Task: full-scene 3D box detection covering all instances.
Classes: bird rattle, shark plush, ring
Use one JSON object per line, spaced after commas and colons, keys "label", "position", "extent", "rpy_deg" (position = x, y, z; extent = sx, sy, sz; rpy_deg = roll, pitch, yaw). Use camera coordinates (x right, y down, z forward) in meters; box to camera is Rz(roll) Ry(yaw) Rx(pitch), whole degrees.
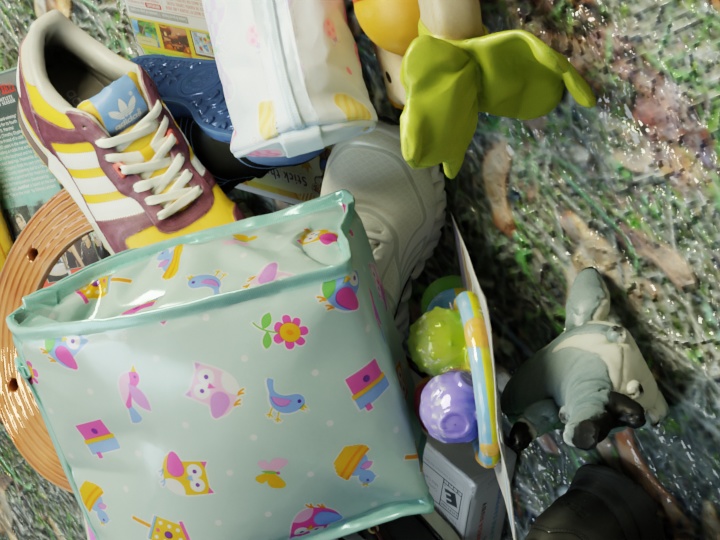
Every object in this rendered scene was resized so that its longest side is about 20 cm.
{"label": "bird rattle", "position": [0.026, -0.149, 1.097], "extent": [0.201, 0.112, 0.163], "rpy_deg": [67, 163, -6]}
{"label": "shark plush", "position": [0.114, 0.075, 1.100], "extent": [0.091, 0.083, 0.200], "rpy_deg": [61, -174, -17]}
{"label": "ring", "position": [-0.150, 0.038, 1.310], "extent": [0.200, 0.019, 0.201], "rpy_deg": [-5, 81, 35]}

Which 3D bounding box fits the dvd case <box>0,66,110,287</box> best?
{"label": "dvd case", "position": [-0.187, -0.041, 1.418], "extent": [0.146, 0.022, 0.201], "rpy_deg": [-9, 104, 48]}

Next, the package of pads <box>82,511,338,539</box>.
{"label": "package of pads", "position": [-0.097, 0.123, 1.315], "extent": [0.154, 0.068, 0.201], "rpy_deg": [-21, 73, 29]}

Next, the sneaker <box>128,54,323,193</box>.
{"label": "sneaker", "position": [-0.081, -0.079, 1.288], "extent": [0.200, 0.070, 0.078], "rpy_deg": [17, 140, 48]}

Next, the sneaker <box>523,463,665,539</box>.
{"label": "sneaker", "position": [0.141, 0.214, 1.236], "extent": [0.076, 0.091, 0.201], "rpy_deg": [-2, 115, 52]}

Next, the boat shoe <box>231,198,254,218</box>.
{"label": "boat shoe", "position": [-0.107, 0.032, 1.440], "extent": [0.068, 0.072, 0.200], "rpy_deg": [53, 145, 13]}

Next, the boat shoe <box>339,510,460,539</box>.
{"label": "boat shoe", "position": [-0.021, 0.138, 1.338], "extent": [0.201, 0.063, 0.074], "rpy_deg": [43, 145, 26]}

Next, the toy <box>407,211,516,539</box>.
{"label": "toy", "position": [0.050, 0.054, 1.163], "extent": [0.200, 0.047, 0.116], "rpy_deg": [-90, -8, -70]}

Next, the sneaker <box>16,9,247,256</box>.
{"label": "sneaker", "position": [-0.129, -0.062, 1.228], "extent": [0.200, 0.075, 0.090], "rpy_deg": [43, 156, 16]}

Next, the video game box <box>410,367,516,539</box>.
{"label": "video game box", "position": [0.008, 0.130, 1.389], "extent": [0.200, 0.047, 0.183], "rpy_deg": [39, 140, 28]}

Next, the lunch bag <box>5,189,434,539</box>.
{"label": "lunch bag", "position": [-0.076, 0.068, 1.171], "extent": [0.122, 0.199, 0.171], "rpy_deg": [-89, -18, -65]}

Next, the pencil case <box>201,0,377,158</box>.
{"label": "pencil case", "position": [-0.048, -0.160, 1.150], "extent": [0.091, 0.083, 0.201], "rpy_deg": [172, 86, -77]}

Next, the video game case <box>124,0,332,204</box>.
{"label": "video game case", "position": [-0.072, -0.130, 1.309], "extent": [0.200, 0.023, 0.183], "rpy_deg": [17, 128, 46]}

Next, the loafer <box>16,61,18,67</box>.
{"label": "loafer", "position": [-0.179, -0.062, 1.456], "extent": [0.063, 0.072, 0.201], "rpy_deg": [9, 121, 65]}

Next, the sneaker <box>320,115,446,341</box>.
{"label": "sneaker", "position": [0.000, 0.000, 1.243], "extent": [0.075, 0.081, 0.200], "rpy_deg": [18, 132, 11]}

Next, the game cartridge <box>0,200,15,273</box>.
{"label": "game cartridge", "position": [-0.261, -0.041, 1.538], "extent": [0.176, 0.032, 0.201], "rpy_deg": [-113, 8, -55]}
